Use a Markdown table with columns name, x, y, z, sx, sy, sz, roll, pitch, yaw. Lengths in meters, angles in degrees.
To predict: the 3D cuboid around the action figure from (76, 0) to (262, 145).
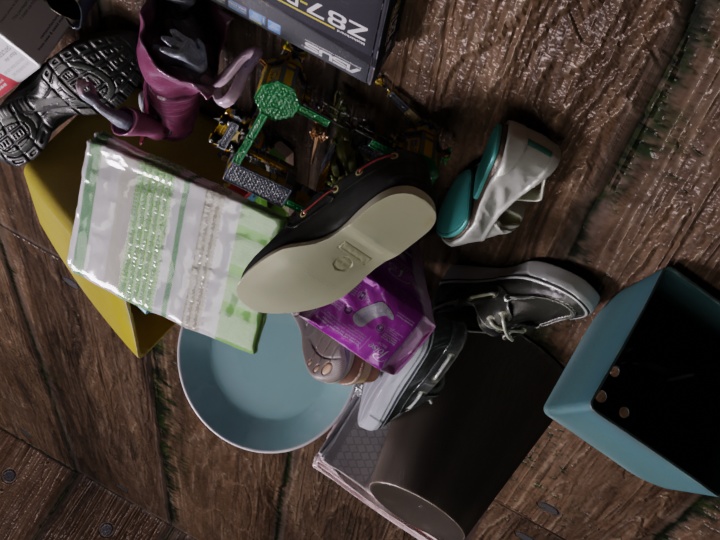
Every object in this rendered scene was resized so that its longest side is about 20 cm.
| name | x | y | z | sx | sy | sz | roll | pitch | yaw |
| --- | --- | --- | --- | --- | --- | --- | --- | --- | --- |
| action figure | -0.153 | -0.168 | 1.320 | 0.148 | 0.134 | 0.200 | 28 | 148 | 5 |

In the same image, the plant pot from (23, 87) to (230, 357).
| name | x | y | z | sx | sy | sz | roll | pitch | yaw |
| --- | --- | --- | --- | --- | --- | --- | --- | --- | --- |
| plant pot | -0.226 | -0.068 | 1.555 | 0.176 | 0.200 | 0.200 | 39 | 160 | 13 |

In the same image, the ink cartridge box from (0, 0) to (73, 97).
| name | x | y | z | sx | sy | sz | roll | pitch | yaw |
| --- | --- | --- | --- | --- | --- | --- | --- | --- | --- |
| ink cartridge box | -0.379 | -0.269 | 1.445 | 0.200 | 0.084 | 0.144 | 40 | 157 | -19 |

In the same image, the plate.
| name | x | y | z | sx | sy | sz | roll | pitch | yaw |
| --- | --- | --- | --- | --- | --- | --- | --- | --- | --- |
| plate | -0.094 | 0.088 | 1.593 | 0.199 | 0.202 | 0.026 | 25 | -174 | 13 |

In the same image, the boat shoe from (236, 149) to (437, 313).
| name | x | y | z | sx | sy | sz | roll | pitch | yaw |
| --- | --- | --- | --- | --- | --- | --- | --- | --- | --- |
| boat shoe | -0.021 | -0.028 | 1.274 | 0.201 | 0.063 | 0.074 | -32 | 128 | 27 |

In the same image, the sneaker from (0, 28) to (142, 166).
| name | x | y | z | sx | sy | sz | roll | pitch | yaw |
| --- | --- | --- | --- | --- | --- | --- | --- | --- | --- |
| sneaker | -0.283 | -0.183 | 1.476 | 0.199 | 0.091 | 0.076 | -26 | 118 | 24 |

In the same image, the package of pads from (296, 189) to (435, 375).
| name | x | y | z | sx | sy | sz | roll | pitch | yaw |
| --- | --- | --- | --- | --- | --- | --- | --- | --- | --- |
| package of pads | 0.000 | 0.000 | 1.414 | 0.120 | 0.076 | 0.200 | 34 | -161 | -16 |

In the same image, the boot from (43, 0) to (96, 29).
| name | x | y | z | sx | sy | sz | roll | pitch | yaw |
| --- | --- | --- | --- | --- | --- | --- | --- | --- | --- |
| boot | -0.253 | -0.251 | 1.303 | 0.075 | 0.097 | 0.200 | 38 | 157 | -18 |

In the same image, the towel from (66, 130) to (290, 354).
| name | x | y | z | sx | sy | sz | roll | pitch | yaw |
| --- | --- | --- | --- | --- | --- | --- | --- | --- | --- |
| towel | -0.164 | -0.025 | 1.367 | 0.199 | 0.031 | 0.150 | 24 | 122 | 12 |

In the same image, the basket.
| name | x | y | z | sx | sy | sz | roll | pitch | yaw |
| --- | --- | --- | --- | --- | --- | --- | --- | --- | --- |
| basket | 0.105 | 0.166 | 1.587 | 0.180 | 0.201 | 0.136 | 34 | 158 | -9 |

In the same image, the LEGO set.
| name | x | y | z | sx | sy | sz | roll | pitch | yaw |
| --- | --- | --- | --- | --- | --- | --- | --- | --- | --- |
| LEGO set | -0.025 | -0.118 | 1.318 | 0.198 | 0.116 | 0.154 | 19 | 130 | -8 |

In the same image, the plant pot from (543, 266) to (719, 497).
| name | x | y | z | sx | sy | sz | roll | pitch | yaw |
| --- | --- | --- | --- | --- | --- | --- | --- | --- | --- |
| plant pot | 0.254 | 0.106 | 1.363 | 0.141 | 0.142 | 0.200 | 34 | 165 | -7 |

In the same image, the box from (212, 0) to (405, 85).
| name | x | y | z | sx | sy | sz | roll | pitch | yaw |
| --- | --- | --- | --- | --- | --- | --- | --- | --- | --- |
| box | -0.060 | -0.237 | 1.148 | 0.199 | 0.049 | 0.161 | 29 | 161 | 4 |

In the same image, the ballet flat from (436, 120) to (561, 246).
| name | x | y | z | sx | sy | sz | roll | pitch | yaw |
| --- | --- | --- | --- | --- | --- | --- | --- | --- | --- |
| ballet flat | 0.117 | -0.063 | 1.283 | 0.069 | 0.070 | 0.200 | 31 | 157 | -1 |

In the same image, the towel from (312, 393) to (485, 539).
| name | x | y | z | sx | sy | sz | roll | pitch | yaw |
| --- | --- | --- | --- | --- | --- | --- | --- | --- | --- |
| towel | 0.074 | 0.180 | 1.660 | 0.190 | 0.201 | 0.032 | 34 | 156 | -3 |

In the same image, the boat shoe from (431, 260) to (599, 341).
| name | x | y | z | sx | sy | sz | roll | pitch | yaw |
| --- | --- | --- | --- | --- | --- | --- | --- | --- | --- |
| boat shoe | 0.142 | 0.036 | 1.446 | 0.071 | 0.064 | 0.199 | 43 | 155 | -27 |

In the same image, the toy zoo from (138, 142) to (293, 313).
| name | x | y | z | sx | sy | sz | roll | pitch | yaw |
| --- | --- | --- | --- | --- | --- | --- | --- | --- | --- |
| toy zoo | -0.140 | -0.028 | 1.496 | 0.020 | 0.200 | 0.131 | 41 | 160 | 15 |

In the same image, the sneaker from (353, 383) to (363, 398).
| name | x | y | z | sx | sy | sz | roll | pitch | yaw |
| --- | --- | --- | --- | --- | --- | --- | --- | --- | --- |
| sneaker | -0.007 | 0.029 | 1.609 | 0.201 | 0.075 | 0.115 | 54 | 128 | 16 |

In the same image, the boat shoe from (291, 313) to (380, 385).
| name | x | y | z | sx | sy | sz | roll | pitch | yaw |
| --- | --- | --- | --- | --- | --- | --- | --- | --- | --- |
| boat shoe | -0.025 | 0.033 | 1.524 | 0.071 | 0.201 | 0.076 | 18 | 136 | -34 |

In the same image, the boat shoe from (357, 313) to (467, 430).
| name | x | y | z | sx | sy | sz | roll | pitch | yaw |
| --- | --- | --- | --- | --- | --- | --- | --- | --- | --- |
| boat shoe | 0.050 | 0.107 | 1.503 | 0.070 | 0.073 | 0.200 | 11 | 149 | -13 |
